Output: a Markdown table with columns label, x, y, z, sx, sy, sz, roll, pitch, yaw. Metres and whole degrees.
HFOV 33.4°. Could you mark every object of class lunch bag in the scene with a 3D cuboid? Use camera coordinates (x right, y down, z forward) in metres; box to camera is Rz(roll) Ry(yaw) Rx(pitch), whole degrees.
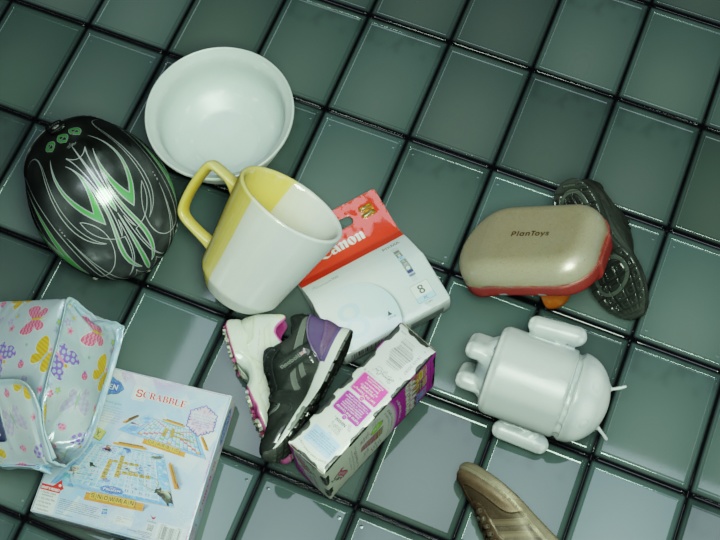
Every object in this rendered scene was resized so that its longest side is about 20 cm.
| label | x | y | z | sx | sy | sz | roll | pitch | yaw |
| --- | --- | --- | --- | --- | --- | --- | --- | --- | --- |
| lunch bag | -0.400 | 0.141 | 1.451 | 0.169 | 0.127 | 0.200 | -2 | 67 | 35 |

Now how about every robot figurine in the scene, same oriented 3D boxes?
| label | x | y | z | sx | sy | sz | roll | pitch | yaw |
| --- | --- | --- | --- | --- | --- | --- | --- | --- | --- |
| robot figurine | 0.220 | 0.140 | 1.476 | 0.200 | 0.113 | 0.170 | 20 | 107 | 9 |

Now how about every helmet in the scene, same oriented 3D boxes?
| label | x | y | z | sx | sy | sz | roll | pitch | yaw |
| --- | --- | --- | --- | --- | --- | --- | --- | --- | --- |
| helmet | -0.330 | -0.087 | 1.546 | 0.200 | 0.200 | 0.191 | -34 | 54 | -12 |

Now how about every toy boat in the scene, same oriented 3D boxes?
| label | x | y | z | sx | sy | sz | roll | pitch | yaw |
| --- | --- | --- | --- | --- | --- | --- | --- | --- | --- |
| toy boat | 0.229 | -0.003 | 1.532 | 0.200 | 0.131 | 0.131 | 0 | 47 | 33 |

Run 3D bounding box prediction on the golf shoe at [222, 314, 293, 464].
| label | x | y | z | sx | sy | sz | roll | pitch | yaw |
| --- | --- | --- | --- | --- | --- | --- | --- | --- | --- |
| golf shoe | -0.106 | 0.141 | 1.504 | 0.091 | 0.075 | 0.200 | -18 | 70 | -10 |

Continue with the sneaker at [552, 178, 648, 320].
| label | x | y | z | sx | sy | sz | roll | pitch | yaw |
| --- | --- | --- | --- | --- | --- | --- | --- | --- | --- |
| sneaker | 0.329 | -0.034 | 1.564 | 0.091 | 0.076 | 0.200 | -20 | 86 | -52 |

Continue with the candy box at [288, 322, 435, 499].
| label | x | y | z | sx | sy | sz | roll | pitch | yaw |
| --- | --- | --- | --- | --- | --- | --- | --- | --- | --- |
| candy box | 0.005 | 0.172 | 1.455 | 0.061 | 0.136 | 0.200 | 38 | 73 | 17 |

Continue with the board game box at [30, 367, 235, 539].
| label | x | y | z | sx | sy | sz | roll | pitch | yaw |
| --- | --- | --- | --- | --- | --- | --- | --- | --- | --- |
| board game box | -0.278 | 0.230 | 1.486 | 0.200 | 0.041 | 0.200 | 14 | 69 | 7 |

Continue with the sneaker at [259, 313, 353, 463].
| label | x | y | z | sx | sy | sz | roll | pitch | yaw |
| --- | --- | --- | --- | --- | --- | --- | --- | --- | --- |
| sneaker | -0.089 | 0.139 | 1.452 | 0.087 | 0.076 | 0.200 | 24 | 55 | 9 |

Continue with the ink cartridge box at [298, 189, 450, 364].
| label | x | y | z | sx | sy | sz | roll | pitch | yaw |
| --- | --- | --- | --- | --- | --- | --- | --- | --- | --- |
| ink cartridge box | 0.000 | 0.000 | 1.571 | 0.160 | 0.047 | 0.200 | -28 | 73 | -9 |

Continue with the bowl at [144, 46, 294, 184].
| label | x | y | z | sx | sy | sz | roll | pitch | yaw |
| --- | --- | --- | --- | --- | --- | --- | --- | --- | --- |
| bowl | -0.186 | -0.195 | 1.629 | 0.201 | 0.090 | 0.202 | 0 | 69 | 0 |

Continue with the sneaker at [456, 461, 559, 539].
| label | x | y | z | sx | sy | sz | roll | pitch | yaw |
| --- | --- | --- | --- | --- | --- | --- | --- | --- | --- |
| sneaker | 0.176 | 0.317 | 1.429 | 0.076 | 0.070 | 0.200 | -43 | 73 | -14 |

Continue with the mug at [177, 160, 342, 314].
| label | x | y | z | sx | sy | sz | roll | pitch | yaw |
| --- | --- | --- | --- | --- | --- | --- | --- | --- | --- |
| mug | -0.133 | -0.039 | 1.535 | 0.153 | 0.149 | 0.187 | -55 | 48 | 23 |
